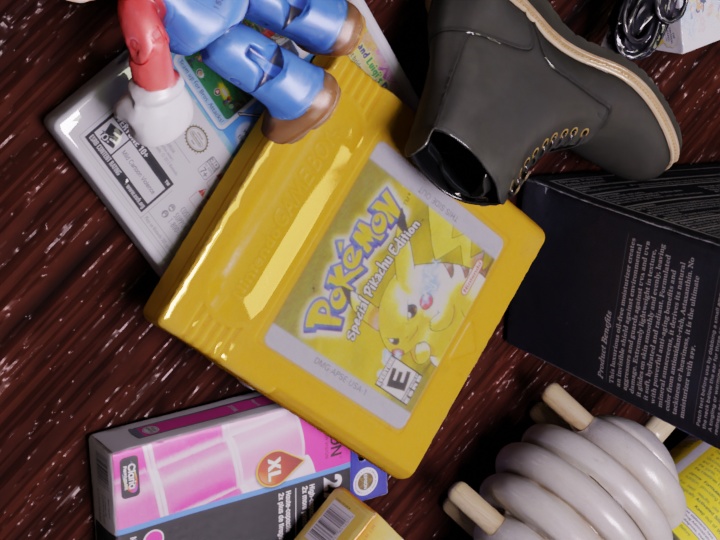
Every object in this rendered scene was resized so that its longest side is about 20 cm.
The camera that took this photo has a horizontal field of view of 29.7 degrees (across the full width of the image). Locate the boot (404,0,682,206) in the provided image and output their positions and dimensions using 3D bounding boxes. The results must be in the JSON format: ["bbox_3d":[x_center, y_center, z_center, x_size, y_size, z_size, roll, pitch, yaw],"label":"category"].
[{"bbox_3d":[0.103,-0.072,0.785,0.200,0.077,0.138,31,55,-26],"label":"boot"}]

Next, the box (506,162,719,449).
[{"bbox_3d":[0.233,0.013,0.858,0.200,0.198,0.123,-6,110,-33],"label":"box"}]

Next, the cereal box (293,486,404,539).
[{"bbox_3d":[-0.005,0.236,0.838,0.144,0.040,0.200,-51,138,-11],"label":"cereal box"}]

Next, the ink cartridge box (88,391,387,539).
[{"bbox_3d":[-0.059,0.120,0.791,0.200,0.037,0.095,-13,112,-34],"label":"ink cartridge box"}]

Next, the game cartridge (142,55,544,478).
[{"bbox_3d":[0.000,0.000,0.760,0.200,0.032,0.176,37,79,-37],"label":"game cartridge"}]

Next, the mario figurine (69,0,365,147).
[{"bbox_3d":[-0.101,-0.141,0.653,0.200,0.124,0.106,30,126,-29],"label":"mario figurine"}]

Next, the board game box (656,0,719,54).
[{"bbox_3d":[0.269,-0.238,0.907,0.200,0.034,0.135,-24,117,-27],"label":"board game box"}]

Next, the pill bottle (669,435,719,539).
[{"bbox_3d":[0.266,0.172,0.986,0.200,0.112,0.113,-34,121,-22],"label":"pill bottle"}]

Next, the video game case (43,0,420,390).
[{"bbox_3d":[-0.047,-0.062,0.748,0.182,0.024,0.200,-44,124,-17],"label":"video game case"}]

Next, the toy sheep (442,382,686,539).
[{"bbox_3d":[0.139,0.153,0.876,0.200,0.138,0.138,-45,125,-12],"label":"toy sheep"}]

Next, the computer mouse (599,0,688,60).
[{"bbox_3d":[0.122,-0.219,0.794,0.200,0.053,0.139,19,102,-34],"label":"computer mouse"}]
